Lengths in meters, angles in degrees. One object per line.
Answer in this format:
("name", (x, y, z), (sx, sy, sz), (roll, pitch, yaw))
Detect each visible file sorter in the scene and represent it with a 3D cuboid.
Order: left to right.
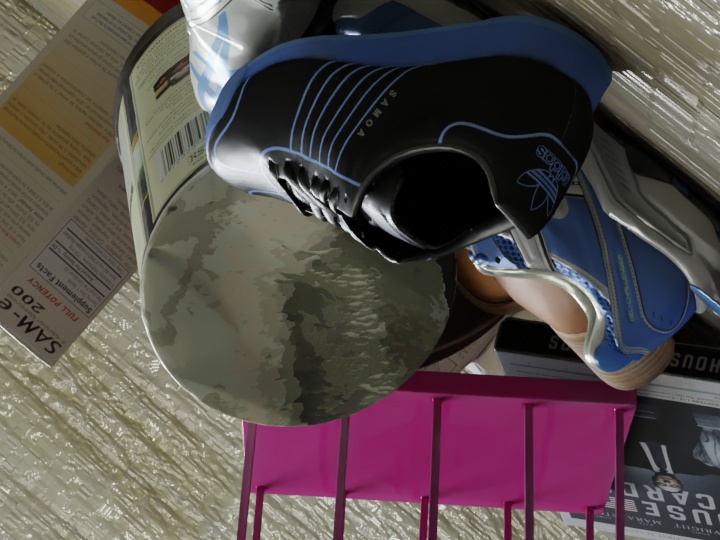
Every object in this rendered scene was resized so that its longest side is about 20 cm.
("file sorter", (0.034, 0.137, 1.076), (0.198, 0.126, 0.139), (3, 150, 0))

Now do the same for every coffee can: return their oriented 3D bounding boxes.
("coffee can", (-0.043, -0.037, 1.024), (0.146, 0.146, 0.200), (41, -166, -26))

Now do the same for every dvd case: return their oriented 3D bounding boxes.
("dvd case", (0.163, 0.095, 1.124), (0.149, 0.025, 0.200), (7, 149, 23))

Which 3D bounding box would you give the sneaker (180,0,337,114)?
("sneaker", (-0.048, -0.123, 0.857), (0.072, 0.072, 0.200), (40, 160, 5))

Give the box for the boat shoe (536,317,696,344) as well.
("boat shoe", (0.168, 0.070, 1.195), (0.200, 0.074, 0.069), (40, 171, -20))

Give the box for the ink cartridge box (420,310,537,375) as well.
("ink cartridge box", (0.014, 0.012, 1.249), (0.200, 0.176, 0.045), (37, 174, 42))

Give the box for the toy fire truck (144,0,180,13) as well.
("toy fire truck", (-0.069, -0.145, 1.220), (0.141, 0.049, 0.200), (42, 176, -4))

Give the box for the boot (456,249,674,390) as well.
("boot", (0.066, -0.040, 1.012), (0.155, 0.074, 0.200), (51, 172, -37))

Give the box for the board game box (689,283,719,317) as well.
("board game box", (0.214, 0.055, 0.785), (0.158, 0.039, 0.200), (35, -174, -46))

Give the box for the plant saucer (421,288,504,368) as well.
("plant saucer", (0.000, 0.000, 1.143), (0.200, 0.200, 0.037), (37, 144, 43))

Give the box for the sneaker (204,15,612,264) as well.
("sneaker", (0.003, -0.042, 0.798), (0.199, 0.078, 0.070), (-8, 139, 46))

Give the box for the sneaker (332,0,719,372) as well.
("sneaker", (0.060, -0.042, 0.852), (0.200, 0.077, 0.076), (42, 179, 8))

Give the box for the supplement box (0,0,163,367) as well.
("supplement box", (-0.166, -0.060, 1.241), (0.126, 0.200, 0.074), (37, 174, 44))

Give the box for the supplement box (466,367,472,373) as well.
("supplement box", (0.119, 0.049, 1.368), (0.110, 0.086, 0.200), (37, 176, 38))
